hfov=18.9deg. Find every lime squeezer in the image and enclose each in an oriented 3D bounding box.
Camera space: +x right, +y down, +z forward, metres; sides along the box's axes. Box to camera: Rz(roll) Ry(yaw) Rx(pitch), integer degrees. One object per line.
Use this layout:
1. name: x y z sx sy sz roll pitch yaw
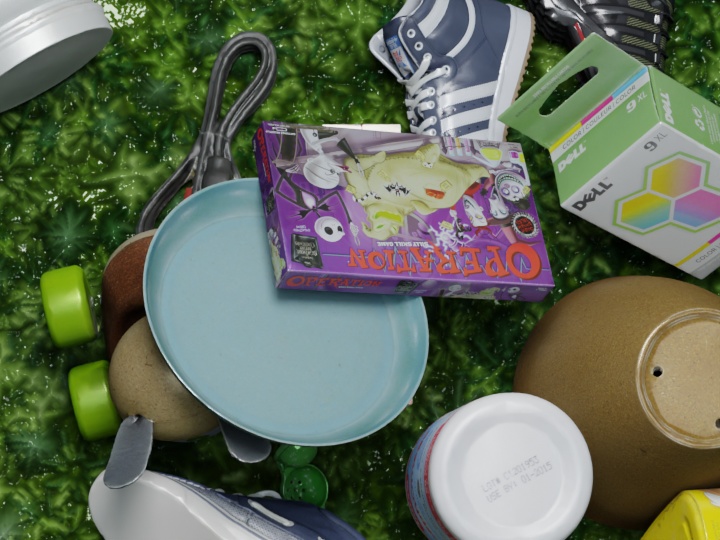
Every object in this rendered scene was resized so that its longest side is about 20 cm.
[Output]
1. lime squeezer: -0.036 0.145 1.524 0.037 0.071 0.201 -20 124 -14

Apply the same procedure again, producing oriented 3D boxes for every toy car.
1. toy car: -0.119 0.081 1.453 0.163 0.201 0.159 -13 123 -2

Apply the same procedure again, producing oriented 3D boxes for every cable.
1. cable: -0.108 -0.076 1.585 0.096 0.050 0.202 1 69 11

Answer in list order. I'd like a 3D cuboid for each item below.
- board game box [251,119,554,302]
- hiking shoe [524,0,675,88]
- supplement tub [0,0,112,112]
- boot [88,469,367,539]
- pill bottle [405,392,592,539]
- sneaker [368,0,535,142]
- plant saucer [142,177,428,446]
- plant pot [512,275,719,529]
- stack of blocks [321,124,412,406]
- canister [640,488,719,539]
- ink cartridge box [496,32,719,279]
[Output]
1. board game box: 0.029 -0.039 1.470 0.198 0.032 0.121 3 62 -24
2. hiking shoe: 0.203 -0.170 1.601 0.100 0.076 0.201 -33 86 -6
3. supplement tub: -0.275 -0.223 1.524 0.144 0.144 0.201 -30 86 -9
4. boot: -0.087 0.181 1.485 0.199 0.090 0.073 30 118 1
5. pill bottle: 0.088 0.144 1.483 0.108 0.200 0.110 1 82 -6
6. sneaker: 0.052 -0.114 1.569 0.108 0.070 0.202 21 73 -21
7. plant saucer: -0.051 0.030 1.419 0.198 0.027 0.202 12 55 -18
8. plant pot: 0.215 0.084 1.506 0.184 0.200 0.188 1 82 -7
9. stack of blocks: 0.000 0.000 1.537 0.058 0.115 0.202 0 82 -6
10. canister: 0.306 0.202 1.510 0.198 0.149 0.087 -2 62 -15
11. ink cartridge box: 0.205 -0.077 1.529 0.199 0.104 0.060 26 41 -31
